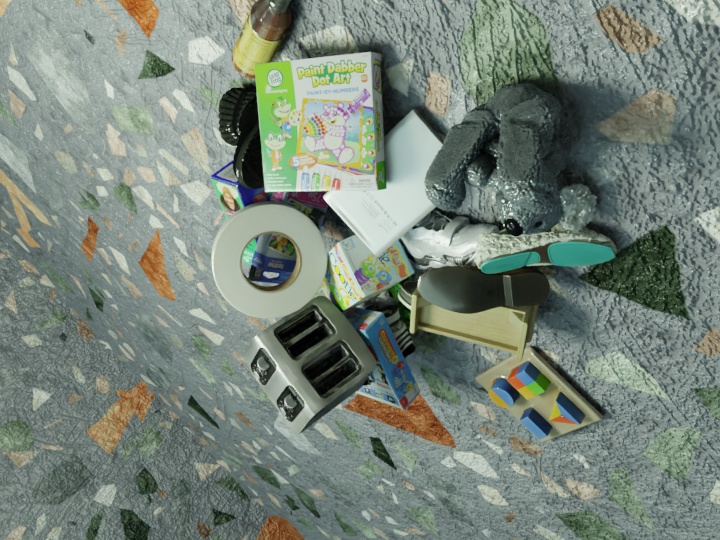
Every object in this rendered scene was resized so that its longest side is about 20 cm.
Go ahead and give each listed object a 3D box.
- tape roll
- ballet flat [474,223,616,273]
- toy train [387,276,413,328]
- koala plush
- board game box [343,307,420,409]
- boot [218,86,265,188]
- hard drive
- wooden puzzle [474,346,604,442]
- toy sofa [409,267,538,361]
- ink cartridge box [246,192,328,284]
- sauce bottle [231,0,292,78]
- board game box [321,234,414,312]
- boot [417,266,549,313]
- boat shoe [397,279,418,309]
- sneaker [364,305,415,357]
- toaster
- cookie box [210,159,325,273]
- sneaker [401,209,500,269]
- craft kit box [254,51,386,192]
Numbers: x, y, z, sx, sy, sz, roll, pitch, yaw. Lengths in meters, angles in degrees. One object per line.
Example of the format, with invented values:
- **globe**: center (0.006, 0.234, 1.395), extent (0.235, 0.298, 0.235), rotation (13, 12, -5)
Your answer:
- **tape roll**: center (-0.156, -0.018, 1.172), extent (0.203, 0.202, 0.037), rotation (56, 176, -19)
- **ballet flat**: center (0.262, -0.042, 0.977), extent (0.198, 0.072, 0.072), rotation (-6, 129, 15)
- **toy train**: center (0.076, 0.032, 1.299), extent (0.056, 0.042, 0.201), rotation (24, 143, 44)
- **koala plush**: center (0.217, -0.121, 0.900), extent (0.177, 0.185, 0.200), rotation (5, 153, 42)
- **board game box**: center (0.001, 0.164, 1.347), extent (0.199, 0.056, 0.197), rotation (9, 131, 50)
- **boot**: center (-0.193, -0.228, 1.155), extent (0.157, 0.212, 0.079), rotation (1, 151, 40)
- **hard drive**: center (0.054, -0.132, 1.053), extent (0.200, 0.027, 0.132), rotation (-41, 95, 25)
- **wooden puzzle**: center (0.322, 0.244, 1.267), extent (0.185, 0.046, 0.200), rotation (43, 147, 0)
- **toy sofa**: center (0.186, 0.068, 1.118), extent (0.199, 0.098, 0.083), rotation (13, 127, 18)
- **ink cartridge box**: center (-0.128, -0.065, 1.236), extent (0.042, 0.119, 0.201), rotation (27, 102, 36)
- **sauce bottle**: center (-0.145, -0.379, 1.051), extent (0.066, 0.066, 0.200), rotation (45, 144, -3)
- **board game box**: center (0.000, 0.000, 1.220), extent (0.105, 0.102, 0.200), rotation (64, 160, 5)
- **boot**: center (0.189, 0.021, 1.065), extent (0.198, 0.076, 0.074), rotation (0, 109, 6)
- **boat shoe**: center (0.159, 0.051, 1.203), extent (0.200, 0.072, 0.061), rotation (18, 138, 23)
- **sneaker**: center (0.041, 0.136, 1.377), extent (0.116, 0.075, 0.200), rotation (62, 158, -8)
- **toaster**: center (-0.085, 0.167, 1.235), extent (0.181, 0.199, 0.119), rotation (52, 149, 11)
- **cookie box**: center (-0.164, -0.127, 1.253), extent (0.075, 0.171, 0.201), rotation (22, 141, 35)
- **sneaker**: center (0.127, -0.068, 1.097), extent (0.115, 0.075, 0.199), rotation (53, 149, -18)
- **craft kit box**: center (-0.060, -0.220, 1.033), extent (0.199, 0.048, 0.199), rotation (1, 100, 24)
